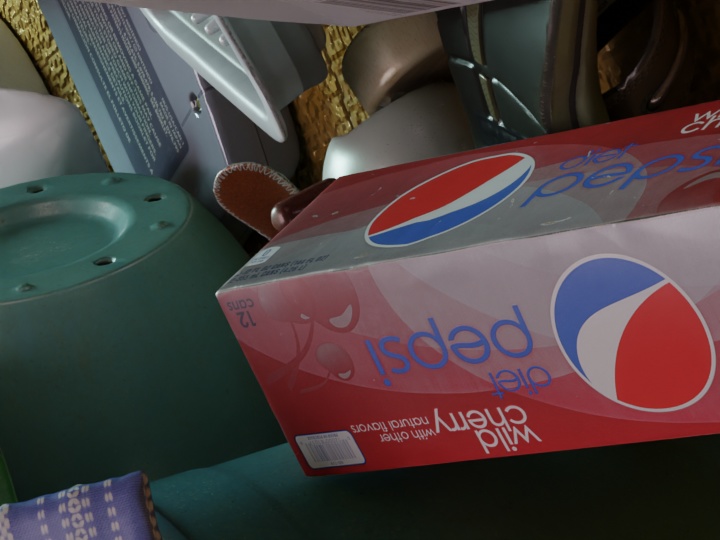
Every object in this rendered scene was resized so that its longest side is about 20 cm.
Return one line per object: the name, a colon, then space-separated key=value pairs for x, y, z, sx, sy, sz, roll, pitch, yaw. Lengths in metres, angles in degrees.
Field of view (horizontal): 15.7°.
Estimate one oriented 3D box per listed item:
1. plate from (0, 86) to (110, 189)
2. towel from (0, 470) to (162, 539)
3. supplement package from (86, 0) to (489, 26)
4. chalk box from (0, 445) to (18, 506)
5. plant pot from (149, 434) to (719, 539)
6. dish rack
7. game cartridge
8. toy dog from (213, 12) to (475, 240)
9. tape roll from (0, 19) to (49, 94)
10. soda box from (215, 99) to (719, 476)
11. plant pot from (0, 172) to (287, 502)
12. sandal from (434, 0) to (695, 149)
plate: x=-0.188 y=-0.016 z=1.116 sx=0.198 sy=0.033 sz=0.200 roll=9 pitch=149 yaw=18
towel: x=-0.124 y=0.147 z=0.723 sx=0.024 sy=0.199 sz=0.146 roll=-28 pitch=-79 yaw=-70
supplement package: x=-0.024 y=-0.173 z=0.686 sx=0.121 sy=0.119 sz=0.202 roll=-178 pitch=91 yaw=-65
chalk box: x=-0.158 y=0.147 z=0.833 sx=0.124 sy=0.123 sz=0.201 roll=3 pitch=111 yaw=68
plant pot: x=0.034 y=0.129 z=0.782 sx=0.200 sy=0.187 sz=0.201 roll=47 pitch=148 yaw=42
dish rack: x=-0.077 y=-0.146 z=0.830 sx=0.201 sy=0.043 sz=0.172 roll=60 pitch=171 yaw=-28
game cartridge: x=-0.087 y=-0.104 z=1.047 sx=0.201 sy=0.041 sz=0.133 roll=65 pitch=151 yaw=11
toy dog: x=0.000 y=0.000 z=0.866 sx=0.132 sy=0.096 sz=0.201 roll=51 pitch=150 yaw=36
tape roll: x=-0.201 y=-0.032 z=1.300 sx=0.203 sy=0.070 sz=0.204 roll=47 pitch=148 yaw=42
soda box: x=0.062 y=0.003 z=0.674 sx=0.199 sy=0.070 sz=0.064 roll=-9 pitch=114 yaw=41
plant pot: x=-0.108 y=0.059 z=0.986 sx=0.200 sy=0.199 sz=0.162 roll=26 pitch=132 yaw=57
sandal: x=0.064 y=-0.056 z=0.740 sx=0.080 sy=0.057 sz=0.202 roll=44 pitch=151 yaw=52
